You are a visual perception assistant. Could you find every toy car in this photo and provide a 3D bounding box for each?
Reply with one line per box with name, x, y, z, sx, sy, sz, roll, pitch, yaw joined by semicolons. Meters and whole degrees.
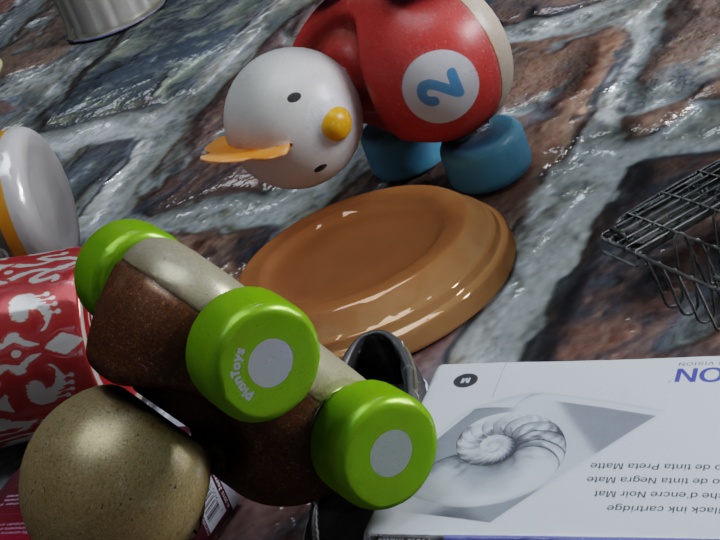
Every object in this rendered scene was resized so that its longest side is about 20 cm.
toy car;-0.094;0.100;0.856;0.201;0.158;0.164;-55;32;-6
toy car;-0.015;-0.112;1.238;0.200;0.186;0.176;-37;29;-28

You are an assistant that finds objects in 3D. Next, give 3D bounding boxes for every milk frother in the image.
milk frother;-0.250;-0.347;1.887;0.179;0.189;0.200;-26;26;-8

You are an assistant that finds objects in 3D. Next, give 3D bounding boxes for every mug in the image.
mug;-0.243;0.043;1.180;0.198;0.134;0.178;-11;28;14

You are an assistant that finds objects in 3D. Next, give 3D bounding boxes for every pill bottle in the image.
pill bottle;-0.322;-0.027;1.395;0.198;0.117;0.117;-17;25;11

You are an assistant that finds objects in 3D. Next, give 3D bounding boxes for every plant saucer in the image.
plant saucer;0.000;0.000;1.177;0.198;0.038;0.201;-17;26;9

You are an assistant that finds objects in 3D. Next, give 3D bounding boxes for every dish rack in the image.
dish rack;0.230;-0.014;1.004;0.152;0.055;0.200;-27;24;-15

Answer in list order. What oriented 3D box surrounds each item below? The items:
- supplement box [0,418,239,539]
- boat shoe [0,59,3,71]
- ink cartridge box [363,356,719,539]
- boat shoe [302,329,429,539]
supplement box;-0.156;0.159;0.956;0.108;0.061;0.200;-6;29;30
boat shoe;-0.465;-0.188;1.892;0.199;0.064;0.073;-21;25;3
ink cartridge box;0.106;0.108;0.842;0.198;0.041;0.200;-3;31;19
boat shoe;0.004;0.096;0.946;0.069;0.067;0.200;-13;26;19
